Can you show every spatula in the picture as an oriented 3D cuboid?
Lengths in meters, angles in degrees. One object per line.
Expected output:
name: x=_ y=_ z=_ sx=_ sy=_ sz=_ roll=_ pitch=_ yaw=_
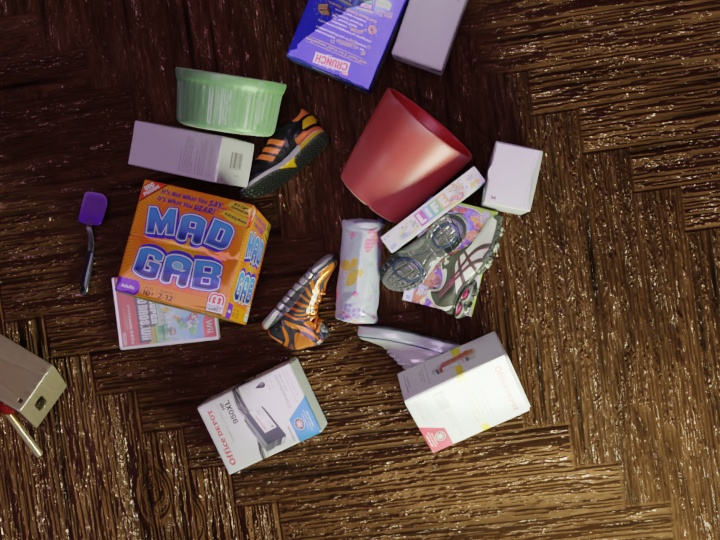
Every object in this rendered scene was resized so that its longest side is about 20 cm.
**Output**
spatula: x=-0.527 y=-0.051 z=1.704 sx=0.056 sy=0.021 sz=0.201 roll=9 pitch=96 yaw=17

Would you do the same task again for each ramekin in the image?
ramekin: x=-0.239 y=-0.304 z=1.581 sx=0.199 sy=0.200 sz=0.098 roll=10 pitch=101 yaw=5

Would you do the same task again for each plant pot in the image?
plant pot: x=0.072 y=-0.196 z=1.565 sx=0.200 sy=0.200 sz=0.178 roll=40 pitch=107 yaw=2

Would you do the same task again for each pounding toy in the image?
pounding toy: x=-0.661 y=0.233 z=1.661 sx=0.184 sy=0.200 sz=0.143 roll=30 pitch=67 yaw=3

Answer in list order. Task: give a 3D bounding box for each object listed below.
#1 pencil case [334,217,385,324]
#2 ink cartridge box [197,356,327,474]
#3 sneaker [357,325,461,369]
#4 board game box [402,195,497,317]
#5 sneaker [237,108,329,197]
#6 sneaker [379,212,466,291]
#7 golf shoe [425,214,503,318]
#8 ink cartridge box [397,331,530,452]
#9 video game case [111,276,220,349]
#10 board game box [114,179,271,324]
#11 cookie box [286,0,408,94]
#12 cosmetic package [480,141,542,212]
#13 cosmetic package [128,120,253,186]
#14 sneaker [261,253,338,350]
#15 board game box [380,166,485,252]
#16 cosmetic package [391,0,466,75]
pencil case: x=0.000 y=0.000 z=1.626 sx=0.083 sy=0.091 sz=0.201 roll=6 pitch=93 yaw=23
ink cartridge box: x=-0.185 y=0.274 z=1.657 sx=0.199 sy=0.084 sz=0.145 roll=-26 pitch=90 yaw=7
sneaker: x=0.087 y=0.150 z=1.631 sx=0.199 sy=0.073 sz=0.071 roll=13 pitch=91 yaw=4
board game box: x=0.166 y=-0.028 z=1.628 sx=0.134 sy=0.045 sz=0.201 roll=13 pitch=94 yaw=5
sneaker: x=-0.157 y=-0.221 z=1.646 sx=0.200 sy=0.070 sz=0.090 roll=-36 pitch=69 yaw=9
sneaker: x=0.120 y=-0.032 z=1.575 sx=0.200 sy=0.087 sz=0.075 roll=-37 pitch=91 yaw=25
golf shoe: x=0.191 y=-0.016 z=1.568 sx=0.088 sy=0.077 sz=0.201 roll=27 pitch=94 yaw=11
ink cartridge box: x=0.188 y=0.221 z=1.593 sx=0.199 sy=0.084 sz=0.146 roll=-24 pitch=121 yaw=6
video game case: x=-0.378 y=0.073 z=1.699 sx=0.199 sy=0.017 sz=0.144 roll=-6 pitch=92 yaw=5
board game box: x=-0.294 y=-0.027 z=1.580 sx=0.199 sy=0.200 sz=0.201 roll=13 pitch=84 yaw=5
cookie box: x=-0.021 y=-0.451 z=1.609 sx=0.170 sy=0.075 sz=0.201 roll=24 pitch=95 yaw=4
cosmetic package: x=0.260 y=-0.158 z=1.535 sx=0.084 sy=0.200 sz=0.108 roll=12 pitch=95 yaw=5
cosmetic package: x=-0.309 y=-0.213 z=1.598 sx=0.199 sy=0.107 sz=0.085 roll=13 pitch=96 yaw=26
sneaker: x=-0.086 y=0.067 z=1.649 sx=0.112 sy=0.078 sz=0.200 roll=41 pitch=106 yaw=-2
board game box: x=0.128 y=-0.105 z=1.538 sx=0.200 sy=0.134 sz=0.034 roll=-37 pitch=89 yaw=5
cosmetic package: x=0.136 y=-0.470 z=1.596 sx=0.101 sy=0.074 sz=0.201 roll=21 pitch=96 yaw=4
